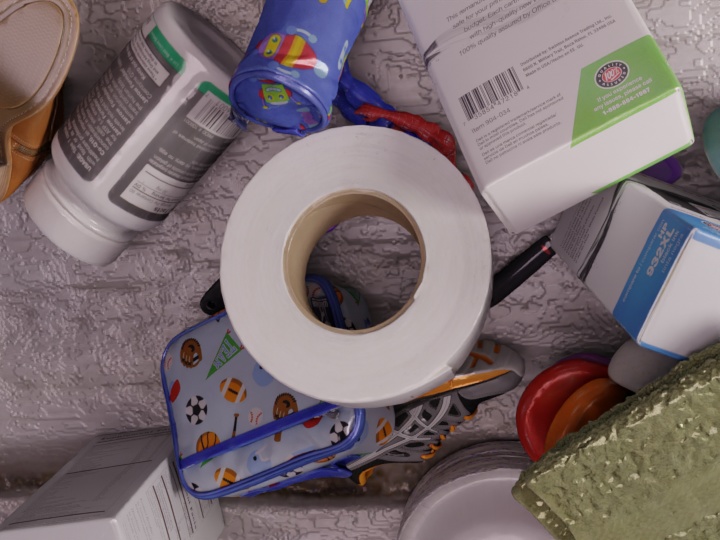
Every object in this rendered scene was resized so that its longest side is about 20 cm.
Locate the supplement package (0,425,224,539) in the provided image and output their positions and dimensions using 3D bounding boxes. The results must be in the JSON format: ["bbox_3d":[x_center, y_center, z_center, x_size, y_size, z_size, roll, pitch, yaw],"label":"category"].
[{"bbox_3d":[-0.204,0.221,0.862,0.112,0.200,0.111,-10,101,12],"label":"supplement package"}]

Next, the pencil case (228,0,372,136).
[{"bbox_3d":[-0.032,-0.190,0.753,0.077,0.087,0.202,12,65,13],"label":"pencil case"}]

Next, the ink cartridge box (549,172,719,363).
[{"bbox_3d":[0.237,-0.001,0.720,0.143,0.200,0.085,18,106,-12],"label":"ink cartridge box"}]

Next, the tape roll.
[{"bbox_3d":[0.000,0.000,0.752,0.200,0.071,0.205,-2,79,8],"label":"tape roll"}]

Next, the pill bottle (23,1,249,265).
[{"bbox_3d":[-0.177,-0.106,0.825,0.113,0.113,0.200,44,106,-3],"label":"pill bottle"}]

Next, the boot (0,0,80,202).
[{"bbox_3d":[-0.260,-0.140,0.810,0.076,0.155,0.201,27,110,-3],"label":"boot"}]

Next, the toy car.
[{"bbox_3d":[0.198,0.122,0.782,0.148,0.199,0.177,15,101,26],"label":"toy car"}]

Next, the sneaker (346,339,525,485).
[{"bbox_3d":[0.053,0.120,0.863,0.198,0.078,0.078,-24,99,25],"label":"sneaker"}]

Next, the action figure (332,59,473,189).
[{"bbox_3d":[0.010,-0.122,0.817,0.199,0.065,0.052,36,65,0],"label":"action figure"}]

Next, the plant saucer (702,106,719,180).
[{"bbox_3d":[0.334,-0.063,0.707,0.198,0.201,0.028,27,131,2],"label":"plant saucer"}]

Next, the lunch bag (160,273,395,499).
[{"bbox_3d":[-0.069,0.102,0.840,0.198,0.075,0.162,-24,66,25],"label":"lunch bag"}]

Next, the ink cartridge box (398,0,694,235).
[{"bbox_3d":[0.126,-0.153,0.729,0.144,0.084,0.202,-27,61,14],"label":"ink cartridge box"}]

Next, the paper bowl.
[{"bbox_3d":[0.126,0.258,0.867,0.198,0.104,0.203,2,104,8],"label":"paper bowl"}]

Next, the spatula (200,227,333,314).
[{"bbox_3d":[-0.072,-0.026,0.855,0.056,0.021,0.200,41,119,-11],"label":"spatula"}]

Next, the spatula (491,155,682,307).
[{"bbox_3d":[0.169,-0.035,0.831,0.200,0.021,0.057,-43,97,17],"label":"spatula"}]

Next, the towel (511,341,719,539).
[{"bbox_3d":[0.210,0.131,0.647,0.199,0.037,0.149,-38,106,20],"label":"towel"}]
